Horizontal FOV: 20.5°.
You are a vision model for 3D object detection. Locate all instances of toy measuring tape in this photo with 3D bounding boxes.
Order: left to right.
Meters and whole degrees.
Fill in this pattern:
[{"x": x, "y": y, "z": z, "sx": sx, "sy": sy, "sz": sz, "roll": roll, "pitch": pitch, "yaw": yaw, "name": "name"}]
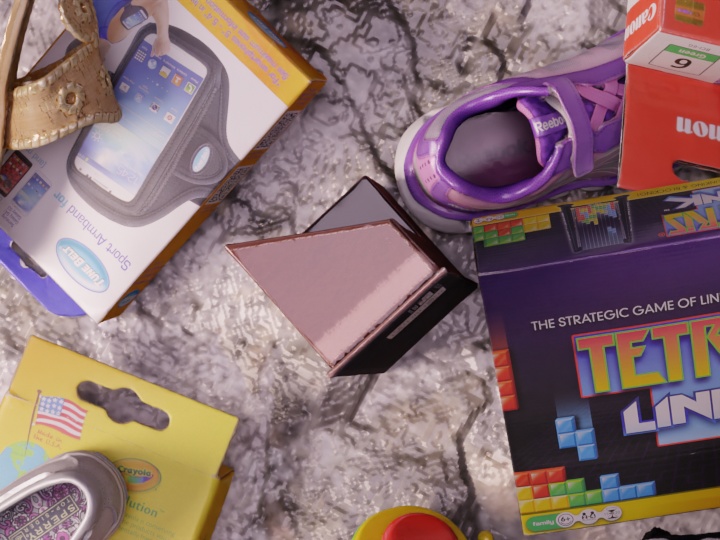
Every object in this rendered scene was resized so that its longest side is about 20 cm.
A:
[{"x": -0.009, "y": 0.164, "z": 1.018, "sx": 0.199, "sy": 0.074, "sz": 0.074, "roll": -11, "pitch": 88, "yaw": -24, "name": "toy measuring tape"}]

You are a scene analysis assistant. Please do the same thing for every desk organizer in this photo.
[{"x": 0.000, "y": 0.000, "z": 0.975, "sx": 0.072, "sy": 0.200, "sz": 0.077, "roll": -42, "pitch": 83, "yaw": 4, "name": "desk organizer"}]

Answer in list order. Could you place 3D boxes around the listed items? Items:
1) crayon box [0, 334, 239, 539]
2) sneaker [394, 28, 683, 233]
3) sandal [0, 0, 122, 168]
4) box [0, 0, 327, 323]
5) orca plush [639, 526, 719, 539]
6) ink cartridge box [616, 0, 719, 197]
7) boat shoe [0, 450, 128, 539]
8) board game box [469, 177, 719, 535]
[{"x": -0.150, "y": 0.148, "z": 1.061, "sx": 0.126, "sy": 0.051, "sz": 0.201, "roll": 22, "pitch": 92, "yaw": 6, "name": "crayon box"}, {"x": 0.112, "y": -0.077, "z": 1.021, "sx": 0.199, "sy": 0.088, "sz": 0.081, "roll": -22, "pitch": 85, "yaw": 2, "name": "sneaker"}, {"x": -0.158, "y": -0.081, "z": 1.017, "sx": 0.069, "sy": 0.078, "sz": 0.213, "roll": 19, "pitch": 106, "yaw": -9, "name": "sandal"}, {"x": -0.127, "y": -0.068, "z": 1.056, "sx": 0.119, "sy": 0.041, "sz": 0.200, "roll": 43, "pitch": 101, "yaw": 5, "name": "box"}, {"x": 0.177, "y": 0.141, "z": 0.984, "sx": 0.071, "sy": 0.199, "sz": 0.106, "roll": 45, "pitch": 130, "yaw": 35, "name": "orca plush"}, {"x": 0.191, "y": -0.131, "z": 0.992, "sx": 0.108, "sy": 0.050, "sz": 0.201, "roll": 11, "pitch": 72, "yaw": -13, "name": "ink cartridge box"}, {"x": -0.204, "y": 0.165, "z": 1.006, "sx": 0.199, "sy": 0.069, "sz": 0.072, "roll": -32, "pitch": 86, "yaw": 5, "name": "boat shoe"}, {"x": 0.165, "y": 0.040, "z": 0.991, "sx": 0.199, "sy": 0.057, "sz": 0.166, "roll": -10, "pitch": 123, "yaw": 6, "name": "board game box"}]
